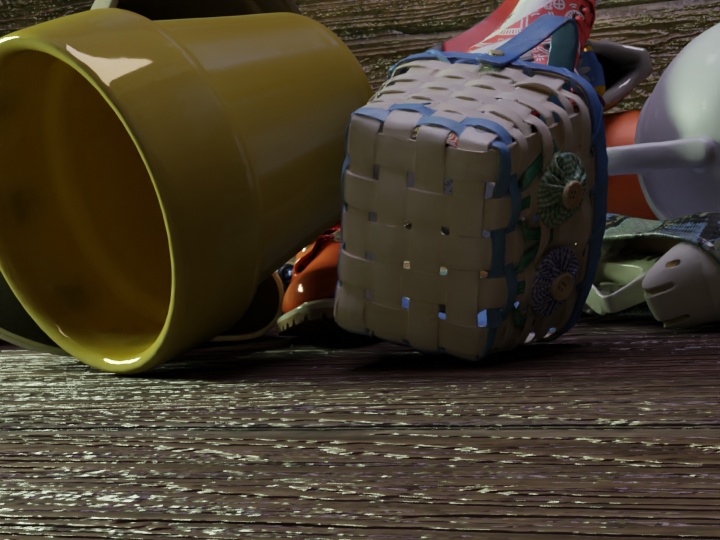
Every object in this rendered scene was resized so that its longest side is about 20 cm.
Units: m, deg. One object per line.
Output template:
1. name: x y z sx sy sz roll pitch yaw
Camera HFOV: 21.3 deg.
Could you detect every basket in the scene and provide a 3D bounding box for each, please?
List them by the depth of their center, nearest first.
1. basket: 0.070 -0.038 1.060 0.139 0.176 0.200 11 23 20

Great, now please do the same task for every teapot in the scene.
1. teapot: 0.255 -0.080 1.312 0.146 0.200 0.197 -5 46 51

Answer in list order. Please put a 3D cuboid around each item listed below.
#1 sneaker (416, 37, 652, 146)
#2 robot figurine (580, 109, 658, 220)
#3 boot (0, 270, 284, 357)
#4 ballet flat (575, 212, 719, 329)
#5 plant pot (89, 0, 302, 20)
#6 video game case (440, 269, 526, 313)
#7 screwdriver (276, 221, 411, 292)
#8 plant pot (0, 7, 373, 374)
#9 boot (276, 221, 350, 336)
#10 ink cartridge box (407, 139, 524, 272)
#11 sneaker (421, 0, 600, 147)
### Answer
1. sneaker: 0.123 -0.136 1.383 0.200 0.075 0.090 -20 4 -42
2. robot figurine: 0.163 -0.055 1.441 0.200 0.117 0.144 -13 9 10
3. boot: -0.165 0.017 1.247 0.200 0.072 0.144 2 1 -20
4. ballet flat: 0.176 0.006 1.093 0.074 0.074 0.200 -7 2 -25
5. plant pot: -0.158 -0.137 1.507 0.200 0.200 0.173 -8 -4 -38
6. video game case: 0.135 0.009 1.289 0.182 0.024 0.200 -6 4 -15
7. screwdriver: -0.026 -0.004 1.347 0.200 0.028 0.029 -21 15 50
8. plant pot: -0.097 -0.065 1.112 0.189 0.201 0.201 -25 16 -37
9. boot: -0.015 -0.013 1.214 0.075 0.107 0.200 -3 6 3
10. ink cartridge box: 0.028 -0.078 1.276 0.057 0.200 0.163 -44 6 0
11. sneaker: 0.131 -0.144 1.305 0.201 0.067 0.108 -38 56 -19
